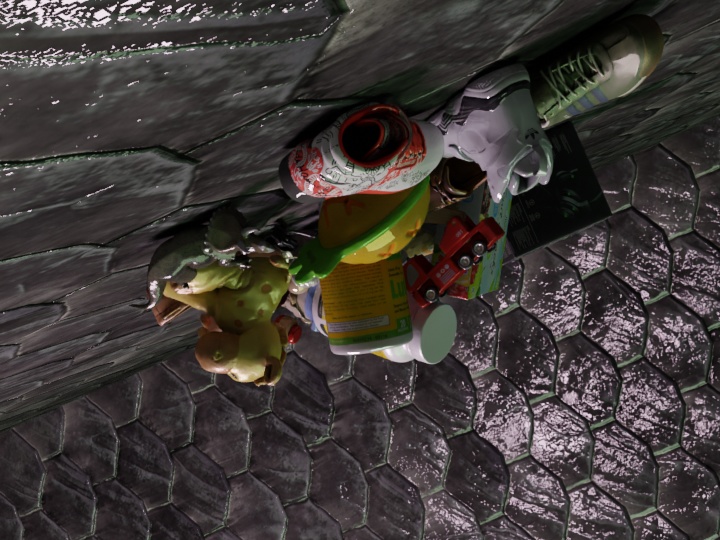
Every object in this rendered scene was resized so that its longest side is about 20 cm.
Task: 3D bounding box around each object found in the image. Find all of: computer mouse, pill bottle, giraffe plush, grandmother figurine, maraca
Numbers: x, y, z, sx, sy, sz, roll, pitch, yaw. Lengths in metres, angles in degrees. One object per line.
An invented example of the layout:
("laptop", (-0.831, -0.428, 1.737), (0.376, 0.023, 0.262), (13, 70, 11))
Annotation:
("computer mouse", (-0.030, -0.024, 1.218), (0.198, 0.044, 0.110), (12, 172, -6))
("pill bottle", (0.035, 0.066, 1.245), (0.199, 0.114, 0.112), (17, -155, 39))
("giraffe plush", (-0.155, 0.066, 1.103), (0.197, 0.164, 0.173), (-1, 178, 2))
("pill bottle", (0.000, 0.000, 1.119), (0.110, 0.203, 0.111), (-9, -178, 0))
("grandmother figurine", (-0.144, 0.042, 1.271), (0.199, 0.061, 0.122), (-30, -143, 15))
("maraca", (-0.001, -0.055, 1.005), (0.199, 0.107, 0.137), (-39, -162, -2))

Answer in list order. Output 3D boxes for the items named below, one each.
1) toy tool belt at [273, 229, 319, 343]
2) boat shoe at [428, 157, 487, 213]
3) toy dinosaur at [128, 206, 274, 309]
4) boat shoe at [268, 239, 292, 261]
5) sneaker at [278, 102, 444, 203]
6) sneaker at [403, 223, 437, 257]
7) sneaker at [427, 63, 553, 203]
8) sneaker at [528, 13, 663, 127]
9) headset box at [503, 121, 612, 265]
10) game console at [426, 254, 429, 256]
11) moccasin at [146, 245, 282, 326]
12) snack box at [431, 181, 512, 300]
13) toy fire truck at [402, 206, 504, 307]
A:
("toy tool belt", (-0.064, 0.042, 1.373), (0.122, 0.202, 0.125), (23, -166, 23))
("boat shoe", (0.104, -0.116, 1.041), (0.199, 0.072, 0.068), (-33, -153, 33))
("toy dinosaur", (-0.185, -0.020, 0.956), (0.198, 0.078, 0.102), (-19, 166, 13))
("boat shoe", (-0.169, 0.004, 1.363), (0.200, 0.071, 0.060), (-42, -154, 39))
("sneaker", (0.030, -0.114, 0.804), (0.200, 0.068, 0.108), (-17, 176, -36))
("sneaker", (0.073, -0.078, 1.248), (0.075, 0.089, 0.200), (-22, 160, 18))
("sneaker", (0.130, -0.125, 0.899), (0.074, 0.116, 0.200), (-21, 176, -18))
("sneaker", (0.210, -0.186, 0.876), (0.089, 0.068, 0.200), (-27, -178, -24))
("headset box", (0.301, -0.131, 1.456), (0.198, 0.176, 0.093), (-24, 176, -6))
("game console", (0.076, -0.077, 1.334), (0.198, 0.173, 0.119), (-24, -157, 18))
("moccasin", (-0.202, 0.020, 1.231), (0.200, 0.078, 0.074), (-23, 177, -10))
("snack box", (0.163, -0.069, 1.238), (0.067, 0.203, 0.168), (12, -172, 22))
("toy fire truck", (0.109, -0.064, 1.128), (0.200, 0.141, 0.049), (-45, 168, 23))
